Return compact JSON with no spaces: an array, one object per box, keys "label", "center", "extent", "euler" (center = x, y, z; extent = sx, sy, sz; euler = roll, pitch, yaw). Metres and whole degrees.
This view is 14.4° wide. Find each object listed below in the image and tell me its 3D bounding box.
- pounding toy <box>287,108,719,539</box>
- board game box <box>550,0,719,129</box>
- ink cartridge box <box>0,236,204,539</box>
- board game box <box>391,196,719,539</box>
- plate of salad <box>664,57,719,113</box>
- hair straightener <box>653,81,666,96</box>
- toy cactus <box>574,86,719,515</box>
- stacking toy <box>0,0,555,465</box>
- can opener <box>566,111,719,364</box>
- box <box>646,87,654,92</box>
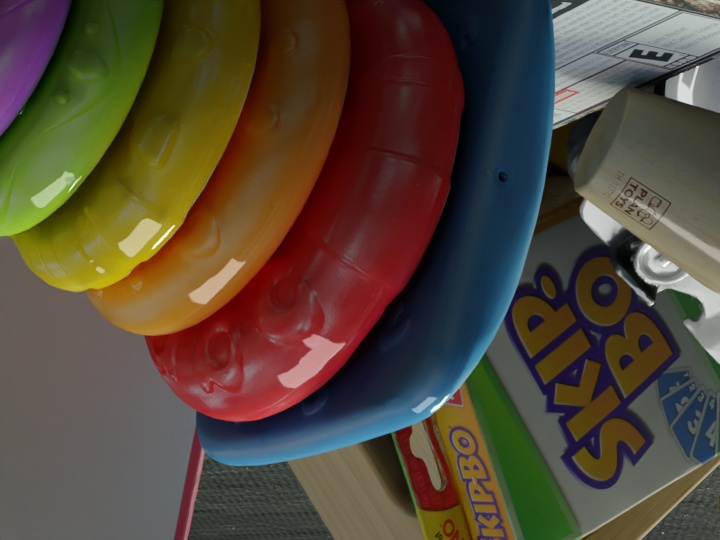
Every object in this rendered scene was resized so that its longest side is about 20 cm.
[{"label":"pounding toy","center":[0.041,0.004,0.983],"extent":[0.184,0.200,0.142],"euler":[-39,-164,-31]},{"label":"board game box","center":[-0.009,-0.109,0.724],"extent":[0.199,0.097,0.159],"euler":[10,168,-22]},{"label":"ink cartridge box","center":[-0.108,0.014,0.819],"extent":[0.083,0.147,0.200],"euler":[11,178,-22]},{"label":"board game box","center":[0.083,0.024,0.929],"extent":[0.200,0.096,0.030],"euler":[-25,-170,-40]},{"label":"plate of salad","center":[0.184,-0.043,0.781],"extent":[0.199,0.048,0.200],"euler":[10,141,8]},{"label":"hair straightener","center":[0.114,-0.087,0.833],"extent":[0.041,0.077,0.200],"euler":[-28,164,-16]},{"label":"toy cactus","center":[0.132,0.009,0.751],"extent":[0.165,0.102,0.200],"euler":[25,147,-9]},{"label":"stacking toy","center":[-0.066,-0.043,0.624],"extent":[0.200,0.116,0.110],"euler":[26,156,-30]},{"label":"can opener","center":[0.145,0.020,0.913],"extent":[0.053,0.067,0.200],"euler":[-36,112,24]},{"label":"box","center":[0.196,-0.066,0.988],"extent":[0.137,0.040,0.200],"euler":[-5,165,45]}]
